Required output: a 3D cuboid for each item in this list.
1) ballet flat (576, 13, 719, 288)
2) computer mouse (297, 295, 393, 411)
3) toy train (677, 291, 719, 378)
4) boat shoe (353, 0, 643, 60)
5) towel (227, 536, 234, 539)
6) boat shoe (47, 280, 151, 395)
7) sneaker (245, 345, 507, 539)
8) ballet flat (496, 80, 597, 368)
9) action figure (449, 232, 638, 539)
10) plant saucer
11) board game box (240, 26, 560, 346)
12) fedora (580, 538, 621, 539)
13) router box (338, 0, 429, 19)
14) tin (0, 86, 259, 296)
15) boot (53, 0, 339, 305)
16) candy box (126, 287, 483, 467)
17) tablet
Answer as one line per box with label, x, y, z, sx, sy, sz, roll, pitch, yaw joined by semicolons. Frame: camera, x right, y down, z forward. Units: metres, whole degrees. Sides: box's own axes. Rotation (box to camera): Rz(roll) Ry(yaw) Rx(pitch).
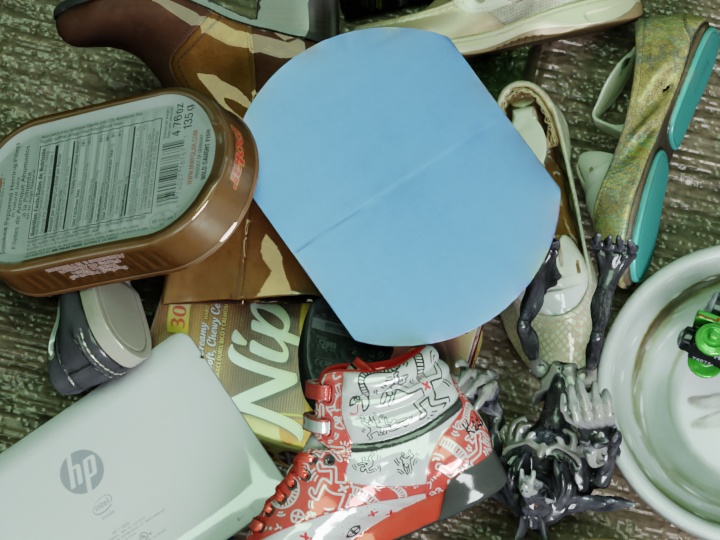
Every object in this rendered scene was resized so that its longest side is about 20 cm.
ballet flat;0.175;-0.080;1.722;0.071;0.071;0.200;17;67;8
computer mouse;0.000;0.000;1.644;0.058;0.034;0.200;17;69;-12
toy train;0.292;0.063;1.622;0.200;0.042;0.056;20;61;9
boat shoe;0.084;-0.175;1.747;0.199;0.072;0.065;-12;91;-9
towel;-0.073;0.264;1.598;0.111;0.049;0.200;-29;71;-9
boat shoe;-0.184;-0.004;1.680;0.063;0.073;0.200;-37;44;18
sneaker;-0.024;0.120;1.568;0.201;0.067;0.108;-26;93;1
ballet flat;0.111;-0.027;1.701;0.067;0.062;0.201;-11;68;5
action figure;0.109;0.077;1.605;0.119;0.102;0.201;4;80;24
plant saucer;0.245;0.083;1.662;0.199;0.050;0.201;-1;68;2
board game box;0.022;-0.048;1.618;0.158;0.039;0.200;-34;80;-13
fedora;0.137;0.260;1.576;0.200;0.082;0.201;-1;69;2
router box;0.035;-0.281;1.808;0.149;0.051;0.200;-13;69;-6
tin;-0.154;-0.049;1.613;0.200;0.042;0.112;-11;57;29
boot;-0.107;-0.077;1.673;0.188;0.068;0.201;4;85;1
candy box;-0.034;0.063;1.672;0.199;0.055;0.116;15;71;7
tablet;-0.156;0.140;1.616;0.200;0.014;0.130;-34;67;-3
